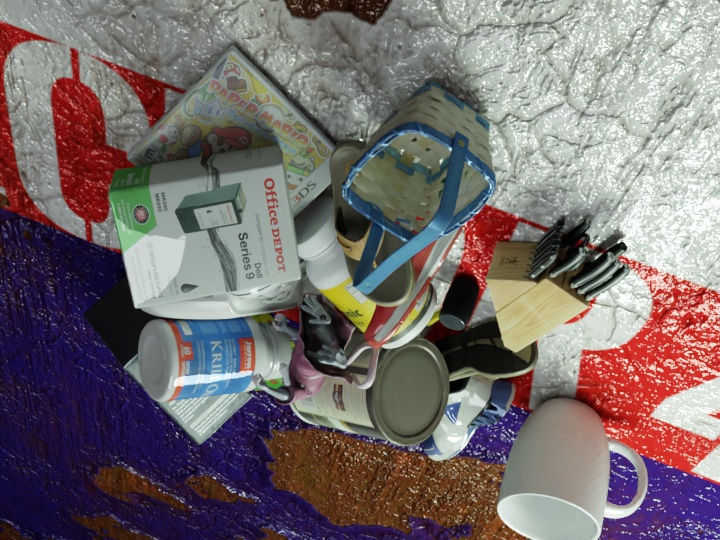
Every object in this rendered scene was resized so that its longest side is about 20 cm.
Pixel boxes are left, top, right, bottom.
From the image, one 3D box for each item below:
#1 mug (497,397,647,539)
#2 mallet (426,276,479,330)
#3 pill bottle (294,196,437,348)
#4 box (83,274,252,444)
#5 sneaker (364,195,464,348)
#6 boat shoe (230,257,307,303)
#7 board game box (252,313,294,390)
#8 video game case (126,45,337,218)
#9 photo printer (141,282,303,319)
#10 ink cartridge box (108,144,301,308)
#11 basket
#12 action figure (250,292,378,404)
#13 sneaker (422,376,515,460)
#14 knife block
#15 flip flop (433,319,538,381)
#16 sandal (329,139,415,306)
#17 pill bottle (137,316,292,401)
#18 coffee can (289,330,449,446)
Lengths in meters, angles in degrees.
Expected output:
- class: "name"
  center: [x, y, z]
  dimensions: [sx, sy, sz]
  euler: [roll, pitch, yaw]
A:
- class: "mug"
  center: [0.310, 0.286, 1.438]
  dimensions: [0.198, 0.176, 0.148]
  euler: [12, 144, 12]
- class: "mallet"
  center: [0.093, 0.075, 1.378]
  dimensions: [0.041, 0.066, 0.200]
  euler: [33, 143, -13]
- class: "pill bottle"
  center: [0.000, 0.000, 1.294]
  dimensions: [0.111, 0.112, 0.200]
  euler: [-18, 127, 42]
- class: "box"
  center: [-0.296, 0.129, 1.539]
  dimensions: [0.196, 0.117, 0.201]
  euler: [34, 163, 51]
- class: "sneaker"
  center: [0.035, -0.014, 1.223]
  dimensions: [0.115, 0.201, 0.078]
  euler: [33, 177, 3]
- class: "boat shoe"
  center: [-0.107, 0.010, 1.290]
  dimensions: [0.073, 0.200, 0.068]
  euler: [-3, 106, 23]
- class: "board game box"
  center: [-0.172, 0.111, 1.580]
  dimensions: [0.101, 0.048, 0.201]
  euler: [-6, 135, 34]
- class: "video game case"
  center: [-0.143, -0.133, 1.193]
  dimensions: [0.182, 0.023, 0.200]
  euler: [-42, 115, 13]
- class: "photo printer"
  center: [-0.195, 0.027, 1.375]
  dimensions: [0.165, 0.070, 0.200]
  euler: [1, -178, 26]
- class: "ink cartridge box"
  center: [-0.176, -0.053, 1.162]
  dimensions: [0.198, 0.084, 0.148]
  euler: [-10, 112, -4]
- class: "basket"
  center: [0.061, -0.087, 1.071]
  dimensions: [0.138, 0.201, 0.176]
  euler: [33, 143, -16]
- class: "action figure"
  center: [-0.060, 0.117, 1.340]
  dimensions: [0.147, 0.135, 0.201]
  euler: [19, 146, -3]
- class: "sneaker"
  center: [0.135, 0.198, 1.512]
  dimensions: [0.115, 0.081, 0.200]
  euler: [32, 136, -7]
- class: "knife block"
  center: [0.249, 0.023, 1.229]
  dimensions: [0.174, 0.064, 0.201]
  euler: [5, 140, 24]
- class: "flip flop"
  center: [0.171, 0.122, 1.395]
  dimensions: [0.057, 0.082, 0.199]
  euler: [25, 151, -33]
- class: "sandal"
  center: [0.003, -0.053, 1.165]
  dimensions: [0.080, 0.054, 0.202]
  euler: [-16, 88, 23]
- class: "pill bottle"
  center: [-0.199, 0.118, 1.402]
  dimensions: [0.198, 0.113, 0.112]
  euler: [-3, 160, -37]
- class: "coffee can"
  center: [0.007, 0.159, 1.424]
  dimensions: [0.199, 0.147, 0.147]
  euler: [3, 143, 50]
